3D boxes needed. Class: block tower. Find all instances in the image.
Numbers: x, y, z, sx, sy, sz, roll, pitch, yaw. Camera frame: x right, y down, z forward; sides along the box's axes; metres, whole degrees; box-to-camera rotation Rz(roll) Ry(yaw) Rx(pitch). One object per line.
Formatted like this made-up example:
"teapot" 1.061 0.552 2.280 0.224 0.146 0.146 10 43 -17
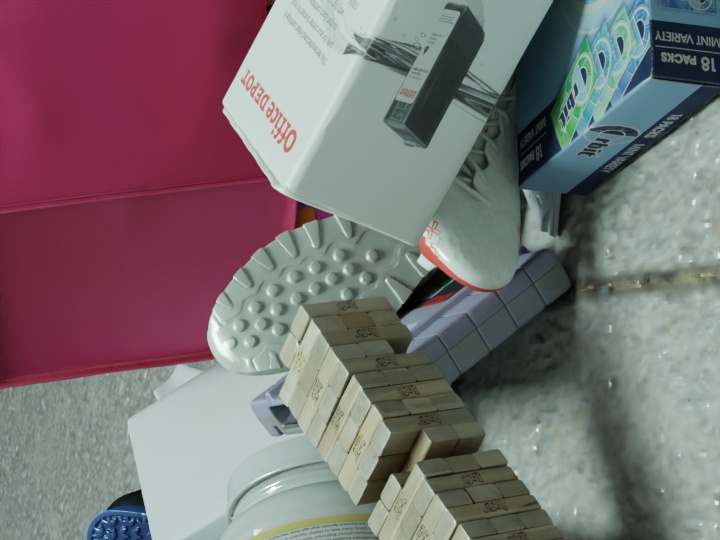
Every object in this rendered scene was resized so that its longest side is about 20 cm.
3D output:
"block tower" 0.032 0.100 1.244 0.200 0.058 0.054 55 136 35

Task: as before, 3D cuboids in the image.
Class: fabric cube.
"fabric cube" -0.148 -0.071 1.546 0.200 0.195 0.200 98 161 -57

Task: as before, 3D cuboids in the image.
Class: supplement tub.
"supplement tub" -0.008 0.207 1.441 0.146 0.144 0.201 121 149 -53

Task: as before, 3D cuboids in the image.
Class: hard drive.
"hard drive" -0.046 0.085 1.571 0.199 0.026 0.132 -32 36 9

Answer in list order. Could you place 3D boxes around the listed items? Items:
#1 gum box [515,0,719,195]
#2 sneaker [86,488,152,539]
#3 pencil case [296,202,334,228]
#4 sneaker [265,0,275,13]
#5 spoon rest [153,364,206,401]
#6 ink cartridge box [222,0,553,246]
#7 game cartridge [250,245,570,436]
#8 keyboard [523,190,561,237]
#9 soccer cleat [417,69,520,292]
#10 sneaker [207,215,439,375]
"gum box" 0.125 -0.159 1.296 0.170 0.044 0.201 140 132 -66
"sneaker" -0.072 0.175 1.646 0.078 0.199 0.071 -35 -46 -65
"pencil case" -0.005 -0.107 1.515 0.088 0.088 0.201 -141 48 -69
"sneaker" -0.011 -0.206 1.609 0.202 0.067 0.108 -60 7 40
"spoon rest" -0.089 0.102 1.650 0.099 0.061 0.200 -48 23 -6
"ink cartridge box" 0.022 -0.133 1.311 0.201 0.083 0.144 -60 24 12
"game cartridge" 0.024 0.039 1.427 0.038 0.130 0.200 52 158 -9
"keyboard" 0.085 -0.099 1.447 0.200 0.011 0.057 -109 22 -51
"soccer cleat" 0.056 -0.076 1.368 0.085 0.068 0.201 -53 30 37
"sneaker" 0.000 0.000 1.446 0.077 0.199 0.081 55 164 7
